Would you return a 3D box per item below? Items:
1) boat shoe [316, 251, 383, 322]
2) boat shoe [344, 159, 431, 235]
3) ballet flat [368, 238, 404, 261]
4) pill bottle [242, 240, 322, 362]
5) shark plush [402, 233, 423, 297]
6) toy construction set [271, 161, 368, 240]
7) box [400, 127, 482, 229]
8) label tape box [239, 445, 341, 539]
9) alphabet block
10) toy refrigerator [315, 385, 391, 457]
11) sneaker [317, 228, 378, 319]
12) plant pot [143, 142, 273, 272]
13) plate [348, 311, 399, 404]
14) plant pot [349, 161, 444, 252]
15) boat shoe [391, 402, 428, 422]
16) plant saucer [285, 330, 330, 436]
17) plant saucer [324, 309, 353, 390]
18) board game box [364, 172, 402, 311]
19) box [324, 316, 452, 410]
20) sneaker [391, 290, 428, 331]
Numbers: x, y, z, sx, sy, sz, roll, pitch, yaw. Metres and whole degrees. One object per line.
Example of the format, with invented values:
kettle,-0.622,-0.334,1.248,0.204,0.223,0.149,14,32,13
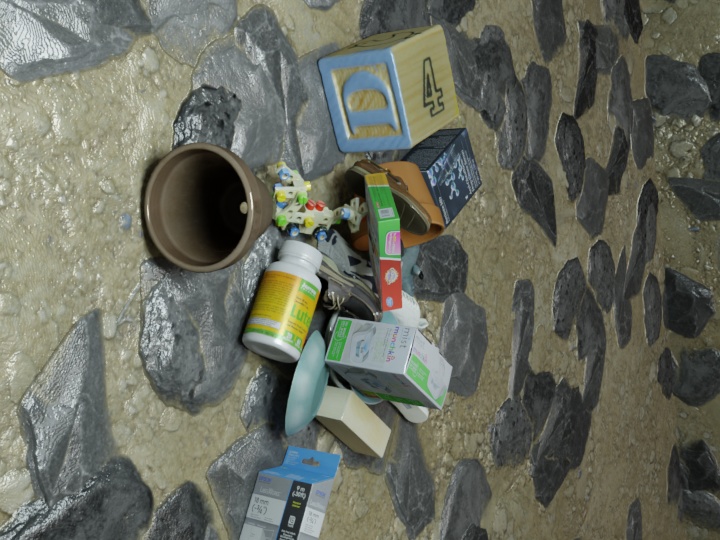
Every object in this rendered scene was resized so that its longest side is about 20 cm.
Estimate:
boat shoe,-0.044,0.047,1.702,0.073,0.199,0.075,-34,150,-38
boat shoe,0.065,-0.149,1.706,0.068,0.199,0.072,-42,166,-38
ballet flat,0.053,-0.023,1.848,0.200,0.065,0.058,101,-19,-74
pill bottle,-0.135,0.054,1.625,0.111,0.109,0.204,38,62,-46
shark plush,0.101,0.004,1.957,0.090,0.082,0.205,-4,96,-55
toy construction set,-0.087,-0.118,1.656,0.196,0.132,0.093,17,36,-22
box,0.176,-0.210,2.030,0.200,0.105,0.151,-48,128,-39
label tape box,-0.130,0.418,1.623,0.063,0.142,0.204,35,64,-45
alphabet block,0.061,-0.367,1.803,0.199,0.192,0.201,-37,122,-46
toy refrigerator,-0.015,0.305,1.808,0.201,0.075,0.071,52,53,-48
sneaker,0.000,0.000,1.794,0.201,0.079,0.129,54,33,12
plant pot,-0.225,-0.104,1.459,0.174,0.196,0.206,-11,101,-68
plate,0.024,0.172,1.830,0.198,0.025,0.206,-5,96,-52
plant pot,0.067,-0.134,1.836,0.198,0.197,0.143,8,69,-52
boat shoe,0.100,0.258,1.987,0.200,0.071,0.069,49,33,-34
plant saucer,-0.091,0.216,1.673,0.201,0.038,0.206,14,89,-80
plant saucer,-0.022,0.150,1.830,0.198,0.049,0.206,-2,92,-53
board game box,0.042,-0.053,1.645,0.154,0.039,0.203,-103,-173,-51
box,0.058,0.176,1.692,0.200,0.173,0.099,48,55,-53
sneaker,0.081,0.073,1.919,0.201,0.079,0.077,59,10,-45
